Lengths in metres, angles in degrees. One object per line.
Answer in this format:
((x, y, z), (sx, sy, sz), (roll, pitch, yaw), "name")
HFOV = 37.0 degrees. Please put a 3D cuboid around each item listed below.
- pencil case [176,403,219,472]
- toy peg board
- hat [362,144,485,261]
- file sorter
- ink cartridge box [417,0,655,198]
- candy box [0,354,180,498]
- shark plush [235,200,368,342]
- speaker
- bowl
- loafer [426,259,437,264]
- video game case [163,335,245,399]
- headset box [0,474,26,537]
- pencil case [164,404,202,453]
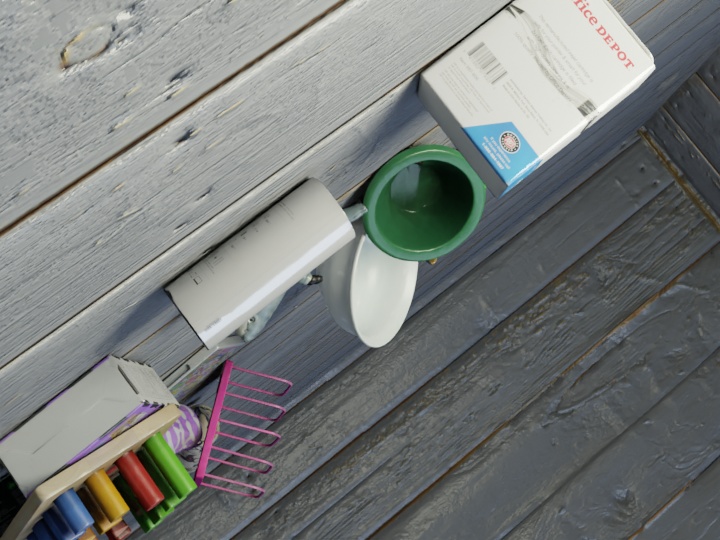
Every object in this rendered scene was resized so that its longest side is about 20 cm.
((-0.322, 0.317, 2.037), (0.078, 0.089, 0.200), (-41, 173, -33), "pencil case")
((-0.299, 0.279, 1.271), (0.198, 0.098, 0.200), (-32, 170, -41), "toy peg board")
((0.069, -0.124, 1.464), (0.198, 0.177, 0.167), (22, 112, -31), "hat")
((-0.203, 0.280, 1.853), (0.139, 0.124, 0.202), (124, -20, -69), "file sorter")
((0.179, -0.196, 1.114), (0.199, 0.145, 0.084), (-37, 174, -4), "ink cartridge box")
((-0.317, 0.185, 1.277), (0.167, 0.072, 0.200), (-39, 172, -4), "candy box")
((-0.077, -0.009, 1.230), (0.199, 0.084, 0.091), (-36, 173, -18), "shark plush")
((-0.103, -0.009, 1.121), (0.199, 0.081, 0.081), (-38, 173, -9), "speaker")
((0.000, 0.000, 1.493), (0.089, 0.204, 0.201), (9, -161, 27), "bowl")
((0.152, -0.079, 2.010), (0.072, 0.073, 0.200), (-34, 171, -26), "loafer")
((-0.272, 0.170, 1.632), (0.199, 0.018, 0.143), (-40, 173, 7), "video game case")
((-0.444, 0.329, 1.449), (0.173, 0.093, 0.200), (-35, 172, -29), "headset box")
((-0.346, 0.293, 1.756), (0.084, 0.086, 0.199), (-35, 178, 41), "pencil case")
